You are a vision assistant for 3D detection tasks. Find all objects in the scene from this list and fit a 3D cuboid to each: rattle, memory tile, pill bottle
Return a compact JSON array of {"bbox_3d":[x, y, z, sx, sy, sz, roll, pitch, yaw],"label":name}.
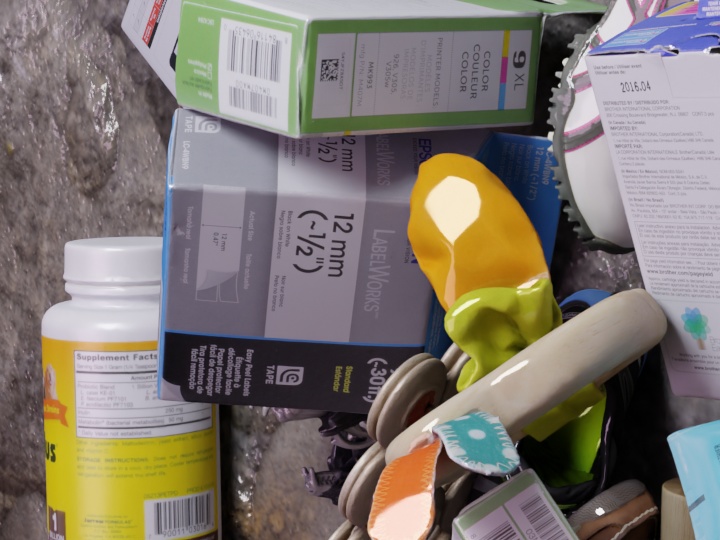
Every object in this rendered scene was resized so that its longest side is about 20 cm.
[{"bbox_3d":[0.038,0.025,1.038,0.130,0.199,0.144,-18,92,40],"label":"rattle"},{"bbox_3d":[0.034,0.111,1.240,0.017,0.153,0.201,35,124,25],"label":"memory tile"},{"bbox_3d":[-0.141,0.082,1.490,0.109,0.109,0.202,6,98,51],"label":"pill bottle"}]

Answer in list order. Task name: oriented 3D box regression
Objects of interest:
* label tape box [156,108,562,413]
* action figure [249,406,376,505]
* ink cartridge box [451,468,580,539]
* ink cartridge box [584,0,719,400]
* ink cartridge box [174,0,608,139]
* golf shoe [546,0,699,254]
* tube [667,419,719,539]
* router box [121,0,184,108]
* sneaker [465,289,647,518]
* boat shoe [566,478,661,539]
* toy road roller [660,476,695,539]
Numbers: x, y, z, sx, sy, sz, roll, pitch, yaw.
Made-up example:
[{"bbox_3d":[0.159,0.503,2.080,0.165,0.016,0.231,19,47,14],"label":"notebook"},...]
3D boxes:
[{"bbox_3d":[0.000,0.000,1.208,0.066,0.198,0.144,-88,4,-49],"label":"label tape box"},{"bbox_3d":[-0.017,0.060,1.338,0.119,0.101,0.202,168,95,-66],"label":"action figure"},{"bbox_3d":[0.095,0.173,1.103,0.146,0.048,0.200,56,175,11],"label":"ink cartridge box"},{"bbox_3d":[0.181,-0.045,1.048,0.136,0.076,0.201,4,117,51],"label":"ink cartridge box"},{"bbox_3d":[0.020,-0.106,1.191,0.104,0.199,0.060,20,111,49],"label":"ink cartridge box"},{"bbox_3d":[0.144,-0.098,1.138,0.088,0.077,0.202,21,112,39],"label":"golf shoe"},{"bbox_3d":[0.225,0.066,0.975,0.078,0.199,0.051,-99,-12,-47],"label":"tube"},{"bbox_3d":[-0.050,-0.169,1.393,0.180,0.049,0.201,52,131,34],"label":"router box"},{"bbox_3d":[0.089,0.106,1.215,0.070,0.083,0.201,22,116,11],"label":"sneaker"},{"bbox_3d":[0.120,0.181,1.194,0.072,0.075,0.201,44,146,29],"label":"boat shoe"},{"bbox_3d":[0.185,0.147,1.055,0.199,0.145,0.124,8,100,51],"label":"toy road roller"}]
